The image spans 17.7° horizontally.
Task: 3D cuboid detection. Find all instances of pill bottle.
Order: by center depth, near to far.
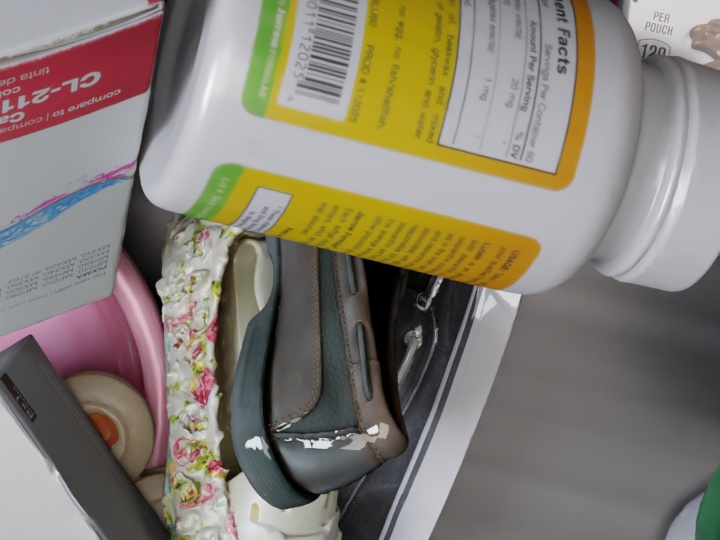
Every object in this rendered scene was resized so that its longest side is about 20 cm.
[{"bbox_3d":[0.031,-0.054,0.815,0.199,0.111,0.112,13,103,-16],"label":"pill bottle"}]

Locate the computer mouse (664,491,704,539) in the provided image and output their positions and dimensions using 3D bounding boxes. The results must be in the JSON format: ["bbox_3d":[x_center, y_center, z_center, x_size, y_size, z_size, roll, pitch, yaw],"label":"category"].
[{"bbox_3d":[0.192,0.167,0.926,0.109,0.044,0.200,-38,68,-1],"label":"computer mouse"}]

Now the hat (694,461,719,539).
[{"bbox_3d":[0.161,-0.010,0.868,0.200,0.166,0.176,-41,56,7],"label":"hat"}]

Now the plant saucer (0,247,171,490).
[{"bbox_3d":[-0.173,0.049,0.956,0.199,0.051,0.202,0,101,1],"label":"plant saucer"}]

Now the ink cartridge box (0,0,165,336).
[{"bbox_3d":[-0.143,-0.081,0.820,0.082,0.200,0.146,-21,68,-21],"label":"ink cartridge box"}]

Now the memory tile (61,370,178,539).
[{"bbox_3d":[-0.136,0.148,0.942,0.200,0.017,0.154,-36,99,8],"label":"memory tile"}]

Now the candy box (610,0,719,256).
[{"bbox_3d":[0.182,-0.103,0.901,0.167,0.072,0.201,12,102,-1],"label":"candy box"}]

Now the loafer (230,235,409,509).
[{"bbox_3d":[0.000,0.000,0.875,0.063,0.201,0.072,-15,136,26],"label":"loafer"}]

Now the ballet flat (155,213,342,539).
[{"bbox_3d":[-0.040,0.061,0.905,0.075,0.064,0.201,0,73,-37],"label":"ballet flat"}]

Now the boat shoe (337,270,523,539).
[{"bbox_3d":[0.020,0.030,0.939,0.067,0.072,0.201,18,109,-4],"label":"boat shoe"}]

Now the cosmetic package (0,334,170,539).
[{"bbox_3d":[-0.183,0.124,0.888,0.199,0.090,0.107,-31,100,5],"label":"cosmetic package"}]
